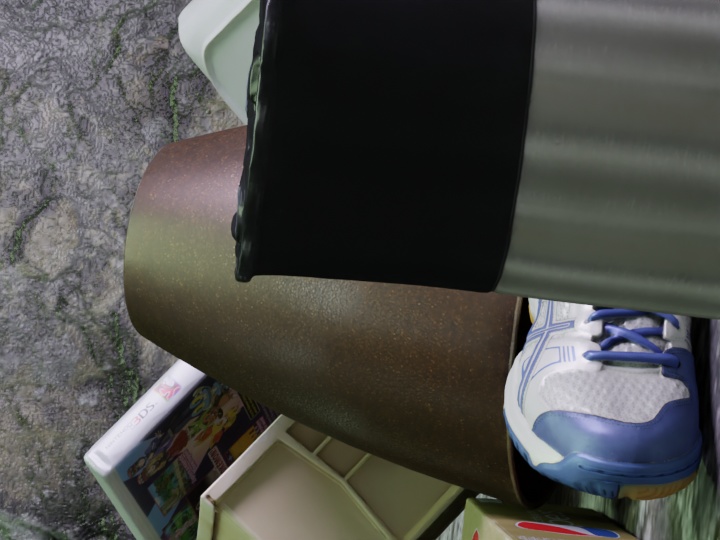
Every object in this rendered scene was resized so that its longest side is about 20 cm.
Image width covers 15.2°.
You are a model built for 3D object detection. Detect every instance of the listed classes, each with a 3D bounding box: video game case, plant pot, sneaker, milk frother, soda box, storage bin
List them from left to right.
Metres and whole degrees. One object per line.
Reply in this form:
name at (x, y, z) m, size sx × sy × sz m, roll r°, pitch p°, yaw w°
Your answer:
video game case at (-0.059, 0.083, 1.486) m, size 0.182 × 0.023 × 0.200 m, roll -45°, pitch -26°, yaw -13°
plant pot at (0.000, 0.000, 1.239) m, size 0.187 × 0.199 × 0.188 m, roll 9°, pitch -90°, yaw -73°
storage bin at (0.014, 0.097, 1.425) m, size 0.199 × 0.094 × 0.200 m, roll -46°, pitch -8°, yaw -14°
soda box at (0.082, 0.143, 1.176) m, size 0.200 × 0.064 × 0.068 m, roll -172°, pitch 88°, yaw -88°
milk frother at (0.064, -0.096, 0.794) m, size 0.200 × 0.187 × 0.181 m, roll 100°, pitch 174°, yaw -49°
sneaker at (0.097, 0.010, 1.051) m, size 0.200 × 0.075 × 0.088 m, roll -91°, pitch 8°, yaw -61°

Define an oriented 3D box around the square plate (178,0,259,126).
square plate at (-0.004, -0.080, 1.368) m, size 0.028 × 0.200 × 0.198 m, roll -43°, pitch 4°, yaw -26°
